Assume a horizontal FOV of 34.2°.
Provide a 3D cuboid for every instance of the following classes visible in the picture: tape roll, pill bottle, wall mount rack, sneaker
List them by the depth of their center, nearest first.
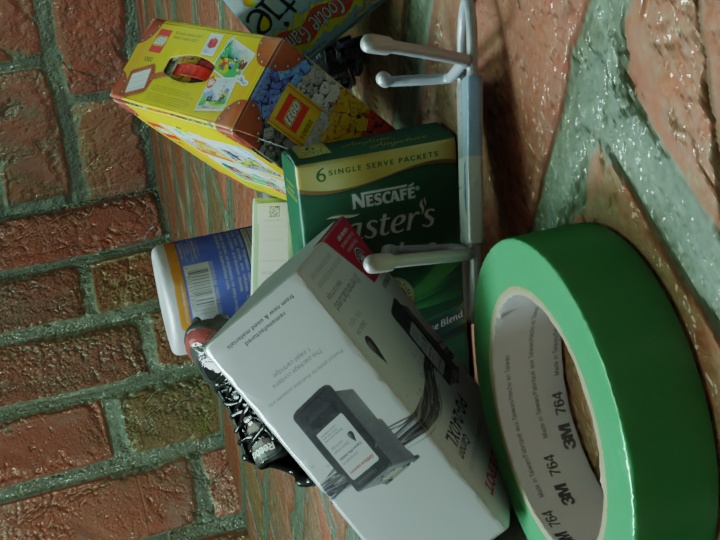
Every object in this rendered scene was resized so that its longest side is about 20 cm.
[{"bbox_3d":[0.119,0.077,0.631,0.200,0.048,0.203,169,90,-78],"label":"tape roll"},{"bbox_3d":[0.038,-0.066,0.698,0.174,0.073,0.203,-66,-26,-87],"label":"wall mount rack"},{"bbox_3d":[-0.092,0.127,1.095,0.071,0.200,0.098,-37,15,38],"label":"sneaker"},{"bbox_3d":[-0.102,0.010,1.174,0.112,0.197,0.114,168,90,-77],"label":"pill bottle"}]

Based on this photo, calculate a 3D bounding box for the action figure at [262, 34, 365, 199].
[{"bbox_3d":[-0.057,-0.151,1.061,0.200,0.103,0.196,158,100,-74],"label":"action figure"}]

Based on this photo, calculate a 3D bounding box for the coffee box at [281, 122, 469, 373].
[{"bbox_3d":[0.014,0.002,0.850,0.044,0.121,0.202,-127,30,-64],"label":"coffee box"}]

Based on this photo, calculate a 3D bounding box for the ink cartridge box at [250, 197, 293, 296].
[{"bbox_3d":[-0.061,0.052,1.029,0.146,0.047,0.203,61,-150,-75],"label":"ink cartridge box"}]

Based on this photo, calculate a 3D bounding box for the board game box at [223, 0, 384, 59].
[{"bbox_3d":[-0.082,-0.264,0.870,0.200,0.103,0.105,46,-168,-43],"label":"board game box"}]

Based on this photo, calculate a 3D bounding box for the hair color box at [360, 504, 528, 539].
[{"bbox_3d":[0.073,0.198,0.795,0.062,0.101,0.200,63,170,-9],"label":"hair color box"}]

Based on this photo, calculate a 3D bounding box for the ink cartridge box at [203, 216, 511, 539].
[{"bbox_3d":[0.010,0.081,0.748,0.201,0.083,0.145,50,-163,-6],"label":"ink cartridge box"}]

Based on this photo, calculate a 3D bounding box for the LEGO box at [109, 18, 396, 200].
[{"bbox_3d":[-0.081,-0.118,0.916,0.199,0.148,0.078,22,81,50],"label":"LEGO box"}]
